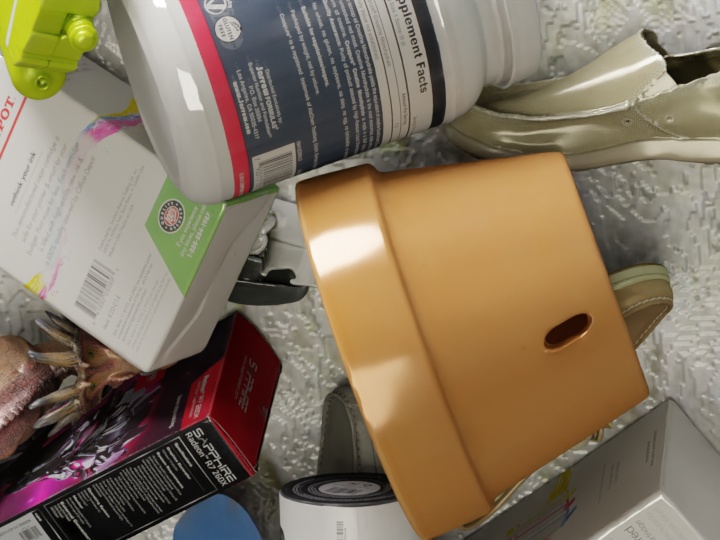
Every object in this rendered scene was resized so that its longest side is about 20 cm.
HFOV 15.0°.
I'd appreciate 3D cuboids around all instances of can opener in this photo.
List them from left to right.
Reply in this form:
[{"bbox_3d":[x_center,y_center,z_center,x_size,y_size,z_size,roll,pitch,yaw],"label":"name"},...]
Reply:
[{"bbox_3d":[0.000,0.000,1.570,0.200,0.053,0.067,13,148,5],"label":"can opener"}]

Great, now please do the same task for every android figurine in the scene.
[{"bbox_3d":[-0.160,-0.180,1.439,0.041,0.200,0.182,6,114,-21],"label":"android figurine"}]

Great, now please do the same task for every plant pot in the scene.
[{"bbox_3d":[0.064,0.024,1.437,0.140,0.200,0.200,-21,108,5],"label":"plant pot"}]

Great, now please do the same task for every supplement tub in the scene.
[{"bbox_3d":[-0.020,-0.128,1.436,0.200,0.140,0.141,-20,109,-10],"label":"supplement tub"}]

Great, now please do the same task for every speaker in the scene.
[{"bbox_3d":[-0.003,0.218,1.528,0.081,0.081,0.201,0,99,9],"label":"speaker"}]

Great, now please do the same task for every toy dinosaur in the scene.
[{"bbox_3d":[-0.211,0.082,1.573,0.200,0.135,0.086,-49,125,-14],"label":"toy dinosaur"}]

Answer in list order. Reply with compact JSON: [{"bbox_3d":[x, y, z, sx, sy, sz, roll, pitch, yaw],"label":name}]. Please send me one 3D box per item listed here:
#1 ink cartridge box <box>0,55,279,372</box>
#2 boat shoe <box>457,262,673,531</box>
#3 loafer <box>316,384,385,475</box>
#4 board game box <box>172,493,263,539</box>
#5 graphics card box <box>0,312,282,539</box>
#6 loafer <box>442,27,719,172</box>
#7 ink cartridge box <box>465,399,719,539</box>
[{"bbox_3d":[-0.158,-0.048,1.541,0.200,0.067,0.117,34,114,17],"label":"ink cartridge box"},{"bbox_3d":[0.110,0.074,1.552,0.200,0.074,0.066,-45,59,30],"label":"boat shoe"},{"bbox_3d":[-0.013,0.166,1.594,0.070,0.070,0.201,0,88,-22],"label":"loafer"},{"bbox_3d":[-0.072,0.233,1.613,0.039,0.158,0.201,5,95,-27],"label":"board game box"},{"bbox_3d":[-0.146,0.111,1.589,0.200,0.126,0.051,-28,112,19],"label":"graphics card box"},{"bbox_3d":[0.144,-0.096,1.491,0.199,0.076,0.068,-2,109,2],"label":"loafer"},{"bbox_3d":[0.137,0.198,1.579,0.200,0.125,0.129,-38,102,20],"label":"ink cartridge box"}]
